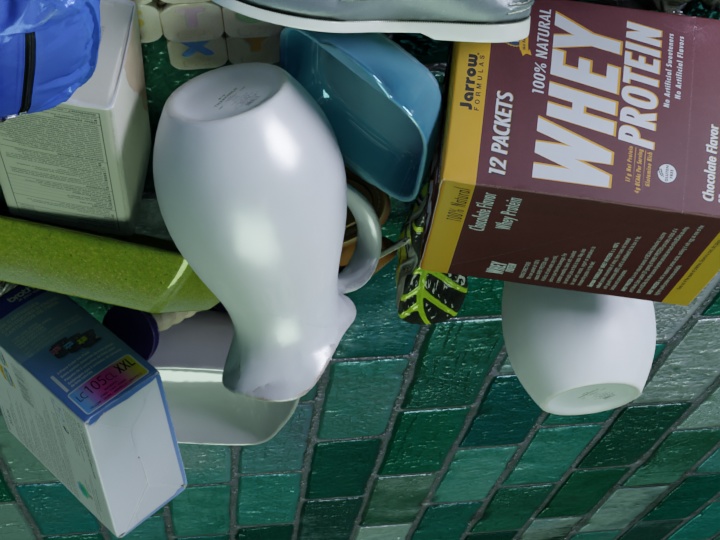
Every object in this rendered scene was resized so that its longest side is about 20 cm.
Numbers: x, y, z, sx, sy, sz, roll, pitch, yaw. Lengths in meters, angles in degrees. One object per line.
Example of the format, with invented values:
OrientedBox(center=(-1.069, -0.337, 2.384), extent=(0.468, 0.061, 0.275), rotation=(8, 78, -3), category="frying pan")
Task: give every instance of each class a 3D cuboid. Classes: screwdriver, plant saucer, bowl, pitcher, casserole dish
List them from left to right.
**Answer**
OrientedBox(center=(-0.193, -0.006, 1.197), extent=(0.198, 0.048, 0.200), rotation=(12, -178, 10), category="plant saucer")
OrientedBox(center=(-0.159, 0.092, 1.439), extent=(0.198, 0.075, 0.200), rotation=(4, 157, -13), category="bowl")
OrientedBox(center=(-0.051, -0.042, 1.063), extent=(0.120, 0.172, 0.201), rotation=(8, 128, 31), category="pitcher")
OrientedBox(center=(0.000, 0.000, 1.230), extent=(0.029, 0.028, 0.200), rotation=(32, 157, -18), category="screwdriver")
OrientedBox(center=(0.004, -0.111, 1.046), extent=(0.121, 0.039, 0.200), rotation=(39, 167, 7), category="casserole dish")
OrientedBox(center=(0.182, -0.001, 1.259), extent=(0.120, 0.202, 0.171), rotation=(7, 155, -30), category="pitcher")

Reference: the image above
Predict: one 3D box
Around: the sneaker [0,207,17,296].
OrientedBox(center=(-0.312, -0.011, 1.272), extent=(0.077, 0.083, 0.200), rotation=(-8, 160, 6), category="sneaker")

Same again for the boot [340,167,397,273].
OrientedBox(center=(-0.017, -0.030, 1.318), extent=(0.199, 0.074, 0.154), rotation=(-8, 162, 41), category="boot")

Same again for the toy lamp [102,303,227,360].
OrientedBox(center=(-0.141, 0.024, 1.340), extent=(0.058, 0.059, 0.200), rotation=(-17, -174, 29), category="toy lamp")

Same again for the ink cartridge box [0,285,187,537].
OrientedBox(center=(-0.234, 0.097, 1.274), extent=(0.076, 0.199, 0.137), rotation=(-34, 138, -28), category="ink cartridge box")

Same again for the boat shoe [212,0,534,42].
OrientedBox(center=(0.007, -0.176, 0.943), extent=(0.198, 0.073, 0.062), rotation=(3, 114, -10), category="boat shoe")

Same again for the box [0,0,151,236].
OrientedBox(center=(-0.192, -0.101, 1.049), extent=(0.094, 0.078, 0.200), rotation=(10, 159, -2), category="box")

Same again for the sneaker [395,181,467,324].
OrientedBox(center=(0.065, -0.042, 1.312), extent=(0.075, 0.077, 0.201), rotation=(3, 139, -19), category="sneaker")

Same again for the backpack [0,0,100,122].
OrientedBox(center=(-0.233, -0.140, 0.843), extent=(0.198, 0.169, 0.163), rotation=(-3, 166, -16), category="backpack")

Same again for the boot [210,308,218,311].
OrientedBox(center=(-0.139, 0.069, 1.546), extent=(0.198, 0.066, 0.165), rotation=(-2, 151, -17), category="boot")

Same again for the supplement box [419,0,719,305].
OrientedBox(center=(0.150, -0.077, 1.072), extent=(0.198, 0.134, 0.197), rotation=(7, 164, 0), category="supplement box")

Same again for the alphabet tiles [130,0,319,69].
OrientedBox(center=(-0.068, -0.175, 1.002), extent=(0.198, 0.015, 0.196), rotation=(-4, 159, -4), category="alphabet tiles")

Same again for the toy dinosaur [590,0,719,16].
OrientedBox(center=(0.234, -0.190, 1.000), extent=(0.088, 0.048, 0.200), rotation=(17, 147, -32), category="toy dinosaur")
